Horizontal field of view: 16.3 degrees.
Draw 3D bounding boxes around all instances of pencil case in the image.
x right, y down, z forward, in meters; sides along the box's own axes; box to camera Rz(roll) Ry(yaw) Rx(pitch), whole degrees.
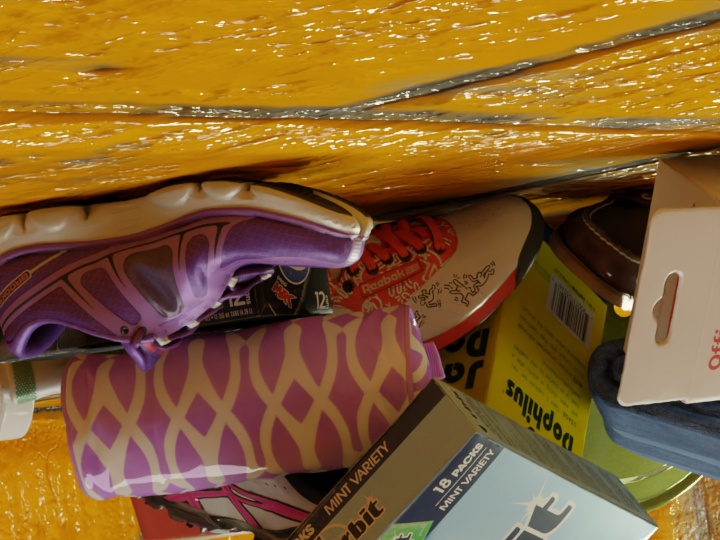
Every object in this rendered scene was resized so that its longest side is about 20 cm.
[{"bbox_3d":[-0.054,0.066,1.290,0.198,0.085,0.086,-7,-164,8],"label":"pencil case"}]

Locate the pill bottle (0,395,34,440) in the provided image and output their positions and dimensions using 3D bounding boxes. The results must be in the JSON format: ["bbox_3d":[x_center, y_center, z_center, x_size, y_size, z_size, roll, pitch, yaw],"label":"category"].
[{"bbox_3d":[-0.307,0.071,1.548,0.198,0.113,0.112,-4,175,-26],"label":"pill bottle"}]

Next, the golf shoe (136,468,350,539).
[{"bbox_3d":[-0.057,0.105,1.367,0.199,0.093,0.072,29,-157,29],"label":"golf shoe"}]

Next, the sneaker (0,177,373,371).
[{"bbox_3d":[-0.085,0.003,1.203,0.198,0.084,0.081,-9,175,22],"label":"sneaker"}]

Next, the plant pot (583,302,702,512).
[{"bbox_3d":[0.166,0.047,1.658,0.198,0.202,0.190,-6,163,-3],"label":"plant pot"}]

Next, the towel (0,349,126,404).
[{"bbox_3d":[-0.120,0.034,1.479,0.198,0.031,0.149,-5,-155,-12],"label":"towel"}]

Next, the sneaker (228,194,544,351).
[{"bbox_3d":[0.000,0.001,1.377,0.201,0.108,0.067,-36,-145,3],"label":"sneaker"}]

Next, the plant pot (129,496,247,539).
[{"bbox_3d":[-0.089,0.092,1.732,0.199,0.179,0.200,-7,175,-1],"label":"plant pot"}]

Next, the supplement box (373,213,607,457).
[{"bbox_3d":[0.060,0.076,1.447,0.108,0.201,0.109,-10,144,35],"label":"supplement box"}]

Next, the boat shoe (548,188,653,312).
[{"bbox_3d":[0.170,-0.020,1.472,0.070,0.070,0.200,-48,165,16],"label":"boat shoe"}]

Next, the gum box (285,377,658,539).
[{"bbox_3d":[0.042,0.156,1.293,0.170,0.045,0.200,-47,143,9],"label":"gum box"}]

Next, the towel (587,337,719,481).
[{"bbox_3d":[0.190,0.081,1.457,0.111,0.049,0.200,16,171,13],"label":"towel"}]

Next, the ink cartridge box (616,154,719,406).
[{"bbox_3d":[0.213,0.001,1.329,0.199,0.117,0.068,-4,-155,-27],"label":"ink cartridge box"}]

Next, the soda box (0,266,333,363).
[{"bbox_3d":[-0.114,0.006,1.326,0.199,0.064,0.071,-9,176,34],"label":"soda box"}]
